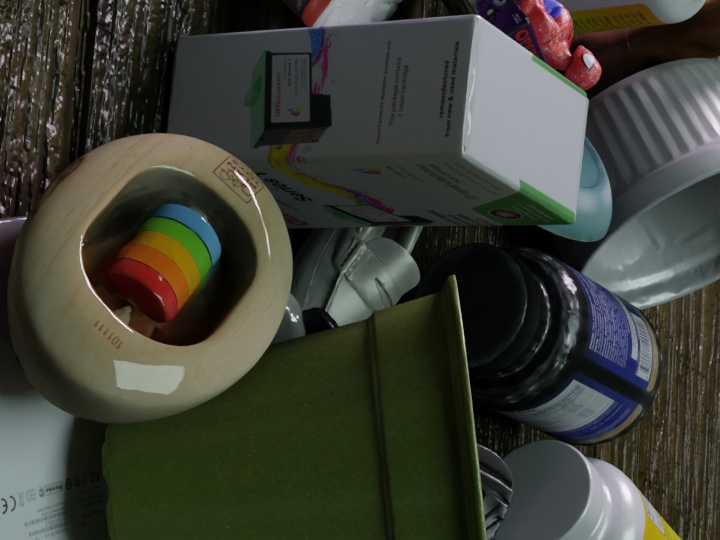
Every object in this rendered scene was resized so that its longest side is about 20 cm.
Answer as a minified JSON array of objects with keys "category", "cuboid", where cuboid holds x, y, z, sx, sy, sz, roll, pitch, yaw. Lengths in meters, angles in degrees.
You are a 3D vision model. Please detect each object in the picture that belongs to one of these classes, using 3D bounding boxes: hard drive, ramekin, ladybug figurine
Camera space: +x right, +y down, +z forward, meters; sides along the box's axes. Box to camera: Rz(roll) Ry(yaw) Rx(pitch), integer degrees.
[{"category":"hard drive","cuboid":[-0.173,0.074,1.213,0.132,0.027,0.200,-12,97,-60]},{"category":"ramekin","cuboid":[0.223,-0.066,1.750,0.200,0.200,0.105,18,41,-58]},{"category":"ladybug figurine","cuboid":[-0.109,0.007,1.208,0.136,0.072,0.200,42,41,-2]}]

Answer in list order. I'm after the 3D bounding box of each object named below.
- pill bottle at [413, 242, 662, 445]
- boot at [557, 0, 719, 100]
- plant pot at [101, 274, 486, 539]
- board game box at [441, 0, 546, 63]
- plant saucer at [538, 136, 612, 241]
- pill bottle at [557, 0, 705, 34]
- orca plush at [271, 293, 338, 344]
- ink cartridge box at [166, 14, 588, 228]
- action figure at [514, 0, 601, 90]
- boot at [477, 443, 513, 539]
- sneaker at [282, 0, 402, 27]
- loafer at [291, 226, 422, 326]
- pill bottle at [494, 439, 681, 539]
[{"category":"pill bottle","cuboid":[0.119,0.048,1.636,0.200,0.112,0.112,28,63,-56]},{"category":"boot","cuboid":[0.249,-0.174,1.795,0.188,0.200,0.069,6,68,-57]},{"category":"plant pot","cuboid":[-0.033,0.112,1.257,0.200,0.190,0.200,-6,90,-88]},{"category":"board game box","cuboid":[0.073,-0.174,1.540,0.200,0.032,0.120,60,-4,40]},{"category":"plant saucer","cuboid":[0.091,-0.097,1.561,0.200,0.027,0.200,33,23,-16]},{"category":"pill bottle","cuboid":[0.179,-0.225,1.684,0.113,0.200,0.113,12,76,-59]},{"category":"orca plush","cuboid":[-0.051,0.067,1.379,0.200,0.105,0.071,56,1,-14]},{"category":"ink cartridge box","cuboid":[0.008,-0.080,1.375,0.145,0.200,0.084,26,68,-56]},{"category":"action figure","cuboid":[0.100,-0.197,1.566,0.200,0.052,0.065,62,-5,23]},{"category":"boot","cuboid":[0.012,0.205,1.403,0.200,0.076,0.168,-59,179,-27]},{"category":"sneaker","cuboid":[-0.014,-0.188,1.472,0.077,0.082,0.200,-52,174,8]},{"category":"loafer","cuboid":[0.000,0.000,1.473,0.070,0.070,0.200,62,38,-49]},{"category":"pill bottle","cuboid":[0.163,0.202,1.692,0.200,0.112,0.113,47,48,-47]}]
